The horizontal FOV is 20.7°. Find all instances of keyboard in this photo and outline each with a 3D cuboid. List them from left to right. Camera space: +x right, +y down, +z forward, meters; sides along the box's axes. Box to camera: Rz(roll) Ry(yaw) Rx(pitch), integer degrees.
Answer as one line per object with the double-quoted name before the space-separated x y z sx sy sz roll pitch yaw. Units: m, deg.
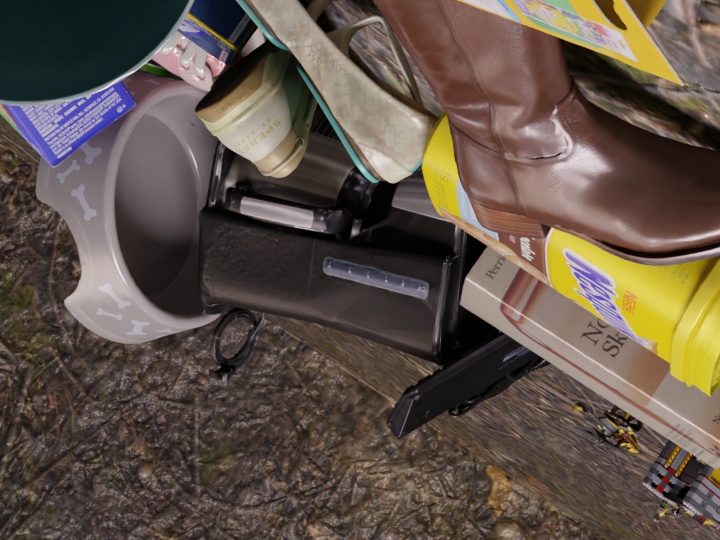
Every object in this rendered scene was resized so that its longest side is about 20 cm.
"keyboard" 0.103 0.057 1.354 0.021 0.200 0.127 55 159 18

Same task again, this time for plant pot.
"plant pot" -0.176 -0.204 1.057 0.200 0.200 0.135 36 -162 -15

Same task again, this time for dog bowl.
"dog bowl" -0.143 -0.046 1.415 0.059 0.200 0.200 1 153 35

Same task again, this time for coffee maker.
"coffee maker" 0.000 0.000 1.382 0.200 0.135 0.192 16 127 25

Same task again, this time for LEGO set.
"LEGO set" 0.272 0.161 1.586 0.200 0.116 0.154 26 169 49

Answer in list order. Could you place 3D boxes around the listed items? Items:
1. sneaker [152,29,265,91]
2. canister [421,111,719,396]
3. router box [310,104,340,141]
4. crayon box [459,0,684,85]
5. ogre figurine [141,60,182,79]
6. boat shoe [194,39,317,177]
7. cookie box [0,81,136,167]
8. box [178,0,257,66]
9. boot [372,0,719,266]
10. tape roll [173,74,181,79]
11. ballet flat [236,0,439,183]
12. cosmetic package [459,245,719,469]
"sneaker" -0.137 -0.185 1.341 0.105 0.075 0.200 27 174 41
"canister" 0.139 -0.025 1.131 0.200 0.087 0.149 34 172 16
"router box" 0.003 -0.063 1.539 0.150 0.062 0.200 32 172 16
"crayon box" 0.048 -0.156 0.823 0.200 0.052 0.126 28 171 41
"ogre figurine" -0.133 -0.116 1.573 0.098 0.120 0.200 32 171 15
"boat shoe" -0.049 -0.108 1.221 0.063 0.073 0.201 51 -167 -9
"cookie box" -0.252 -0.186 1.268 0.171 0.075 0.200 41 167 45
"box" -0.143 -0.213 1.229 0.200 0.064 0.070 34 173 -4
"boot" 0.105 -0.093 0.960 0.186 0.064 0.200 1 138 27
"tape roll" -0.220 -0.189 1.750 0.200 0.048 0.200 34 173 5
"ballet flat" -0.020 -0.141 1.151 0.200 0.062 0.067 54 -167 8
"cosmetic package" 0.173 0.027 1.248 0.200 0.103 0.087 31 170 8
